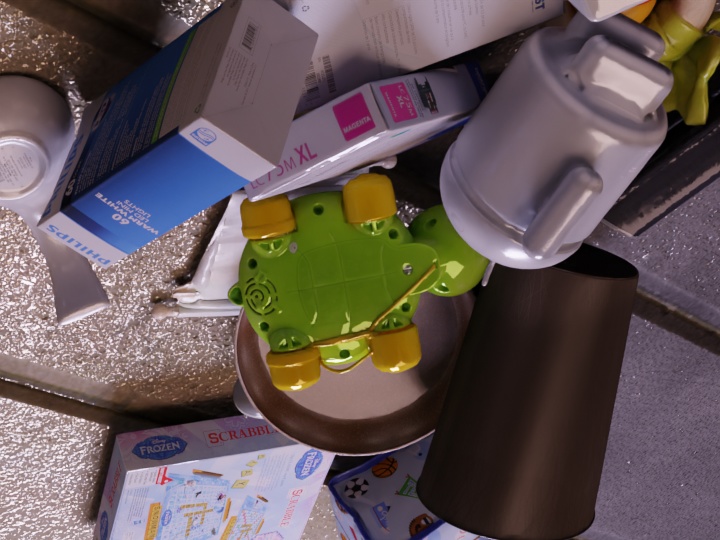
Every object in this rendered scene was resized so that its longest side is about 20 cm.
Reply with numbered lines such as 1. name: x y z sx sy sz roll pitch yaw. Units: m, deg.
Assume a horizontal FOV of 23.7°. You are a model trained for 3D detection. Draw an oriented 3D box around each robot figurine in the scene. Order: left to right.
1. robot figurine: 0.127 -0.081 1.151 0.112 0.170 0.200 25 126 -15

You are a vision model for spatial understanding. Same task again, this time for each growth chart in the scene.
1. growth chart: -0.062 -0.024 1.325 0.144 0.018 0.200 2 139 -33

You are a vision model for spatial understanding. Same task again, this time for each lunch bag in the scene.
1. lunch bag: 0.084 0.237 1.690 0.199 0.124 0.171 -30 149 -15

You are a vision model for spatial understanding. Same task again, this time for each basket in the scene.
1. basket: 0.133 0.083 1.303 0.180 0.135 0.202 -18 123 -62

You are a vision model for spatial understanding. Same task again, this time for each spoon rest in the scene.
1. spoon rest: -0.226 -0.052 1.166 0.099 0.061 0.201 -22 133 -5

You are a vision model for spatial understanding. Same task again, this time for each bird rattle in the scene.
1. bird rattle: 0.200 -0.196 1.175 0.161 0.113 0.201 0 142 -2

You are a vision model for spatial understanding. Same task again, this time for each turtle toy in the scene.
1. turtle toy: 0.000 0.000 1.258 0.198 0.147 0.101 -10 -171 -1

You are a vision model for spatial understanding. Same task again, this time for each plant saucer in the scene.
1. plant saucer: -0.001 0.054 1.360 0.198 0.032 0.202 -1 117 -3

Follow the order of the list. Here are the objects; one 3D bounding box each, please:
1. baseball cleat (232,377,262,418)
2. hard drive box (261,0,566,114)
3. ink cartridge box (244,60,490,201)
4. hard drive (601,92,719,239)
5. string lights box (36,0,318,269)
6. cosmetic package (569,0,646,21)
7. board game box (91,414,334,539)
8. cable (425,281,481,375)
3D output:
1. baseball cleat: -0.015 0.058 1.436 0.199 0.070 0.107 -19 142 -24
2. hard drive box: 0.023 -0.202 1.075 0.198 0.077 0.156 -20 147 -5
3. ink cartridge box: 0.012 -0.099 1.172 0.119 0.042 0.200 -24 177 31
4. hard drive: 0.245 -0.085 1.307 0.135 0.042 0.200 -37 -178 20
5. string lights box: -0.117 -0.085 1.061 0.059 0.103 0.199 32 146 -25
6. cosmetic package: 0.146 -0.267 0.906 0.164 0.165 0.201 -22 113 0
7. board game box: -0.133 0.202 1.543 0.198 0.041 0.201 -6 144 -23
8. cable: 0.131 0.062 1.443 0.162 0.051 0.201 -22 139 1
